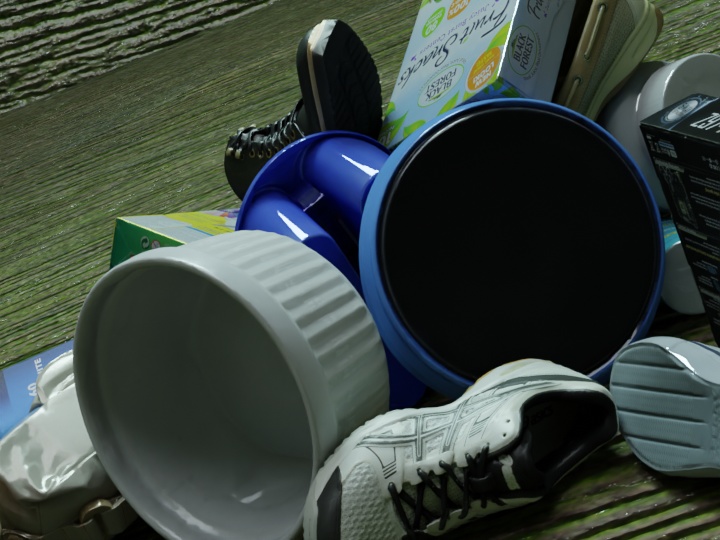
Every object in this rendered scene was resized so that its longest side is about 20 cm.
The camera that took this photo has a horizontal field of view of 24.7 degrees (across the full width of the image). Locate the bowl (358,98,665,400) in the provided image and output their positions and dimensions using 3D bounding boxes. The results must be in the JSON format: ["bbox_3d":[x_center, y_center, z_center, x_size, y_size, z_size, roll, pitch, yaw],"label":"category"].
[{"bbox_3d":[0.097,-0.013,1.036,0.199,0.202,0.039,-25,-7,-7],"label":"bowl"}]

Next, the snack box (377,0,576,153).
[{"bbox_3d":[0.090,-0.170,1.177,0.142,0.053,0.202,-30,35,49],"label":"snack box"}]

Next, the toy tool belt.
[{"bbox_3d":[-0.206,0.158,1.105,0.124,0.124,0.200,30,50,21],"label":"toy tool belt"}]

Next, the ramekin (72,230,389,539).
[{"bbox_3d":[-0.073,0.071,1.027,0.198,0.203,0.105,-7,14,40],"label":"ramekin"}]

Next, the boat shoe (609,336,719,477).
[{"bbox_3d":[0.204,0.081,0.882,0.066,0.075,0.200,3,8,-19],"label":"boat shoe"}]

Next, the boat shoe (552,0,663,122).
[{"bbox_3d":[0.134,-0.120,1.152,0.201,0.063,0.073,-53,22,-3],"label":"boat shoe"}]

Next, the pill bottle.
[{"bbox_3d":[0.202,-0.091,1.216,0.109,0.110,0.200,-31,5,-26],"label":"pill bottle"}]

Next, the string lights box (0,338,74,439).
[{"bbox_3d":[-0.194,0.097,1.219,0.198,0.103,0.059,-24,57,-2],"label":"string lights box"}]

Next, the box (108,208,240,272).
[{"bbox_3d":[-0.077,-0.011,1.226,0.116,0.049,0.199,20,18,35],"label":"box"}]

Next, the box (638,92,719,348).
[{"bbox_3d":[0.239,-0.008,0.914,0.043,0.162,0.200,-26,17,-10],"label":"box"}]

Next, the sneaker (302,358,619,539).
[{"bbox_3d":[0.059,0.109,0.932,0.199,0.076,0.087,-31,16,-21],"label":"sneaker"}]

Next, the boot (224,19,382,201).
[{"bbox_3d":[-0.054,-0.102,1.204,0.137,0.201,0.078,11,51,23],"label":"boot"}]

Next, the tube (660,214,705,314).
[{"bbox_3d":[0.214,-0.014,1.160,0.076,0.051,0.200,-13,10,0],"label":"tube"}]

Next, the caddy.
[{"bbox_3d":[0.000,0.000,1.136,0.141,0.201,0.105,-41,32,-9],"label":"caddy"}]
